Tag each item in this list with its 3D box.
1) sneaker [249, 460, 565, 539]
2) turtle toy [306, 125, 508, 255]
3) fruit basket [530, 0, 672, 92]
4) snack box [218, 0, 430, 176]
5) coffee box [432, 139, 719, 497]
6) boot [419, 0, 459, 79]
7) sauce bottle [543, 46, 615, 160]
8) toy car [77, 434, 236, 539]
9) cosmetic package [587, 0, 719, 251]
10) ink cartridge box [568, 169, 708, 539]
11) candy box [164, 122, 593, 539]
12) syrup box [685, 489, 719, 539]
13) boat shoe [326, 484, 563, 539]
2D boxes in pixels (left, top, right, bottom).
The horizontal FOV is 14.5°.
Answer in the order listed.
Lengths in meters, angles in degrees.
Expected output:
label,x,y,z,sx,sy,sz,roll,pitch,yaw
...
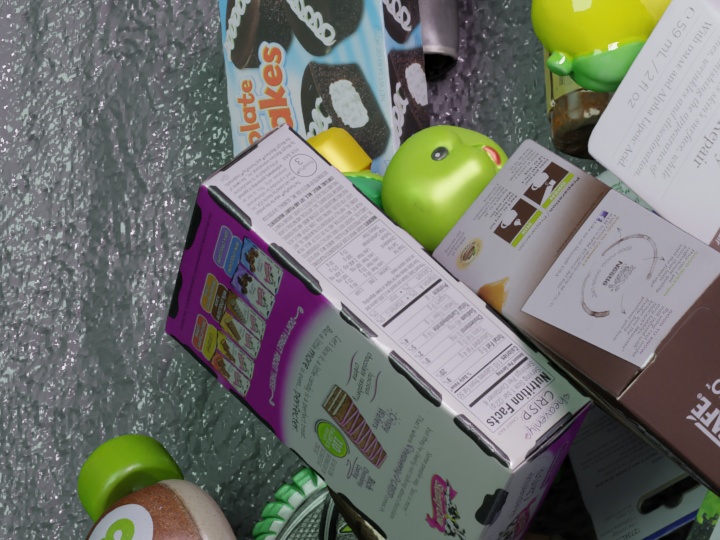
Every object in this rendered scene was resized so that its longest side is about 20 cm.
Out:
label,x,y,z,sx,sy,sz,roll,pitch,yaw
sneaker,0.019,0.125,1.462,0.200,0.078,0.085,-42,55,20
turtle toy,0.000,0.000,1.458,0.200,0.101,0.146,-42,87,17
fruit basket,0.156,-0.188,1.384,0.155,0.216,0.216,-21,61,32
snack box,-0.018,-0.080,1.544,0.116,0.037,0.200,0,99,39
coffee box,0.130,0.026,1.296,0.080,0.114,0.200,-50,28,-1
boot,0.041,-0.210,1.575,0.182,0.073,0.200,-24,52,46
sauce bottle,0.126,-0.158,1.490,0.066,0.066,0.200,-15,66,34
toy car,-0.156,0.203,1.470,0.164,0.200,0.158,47,147,47
cosmetic package,0.210,-0.037,1.305,0.200,0.074,0.102,43,117,30
ink cartridge box,0.139,0.045,1.423,0.095,0.037,0.200,-32,54,25
candy box,0.004,0.044,1.332,0.200,0.136,0.061,43,60,15
syrup box,0.186,0.173,1.306,0.079,0.081,0.200,24,88,43
boat shoe,0.069,0.155,1.395,0.076,0.072,0.200,-42,81,-5
